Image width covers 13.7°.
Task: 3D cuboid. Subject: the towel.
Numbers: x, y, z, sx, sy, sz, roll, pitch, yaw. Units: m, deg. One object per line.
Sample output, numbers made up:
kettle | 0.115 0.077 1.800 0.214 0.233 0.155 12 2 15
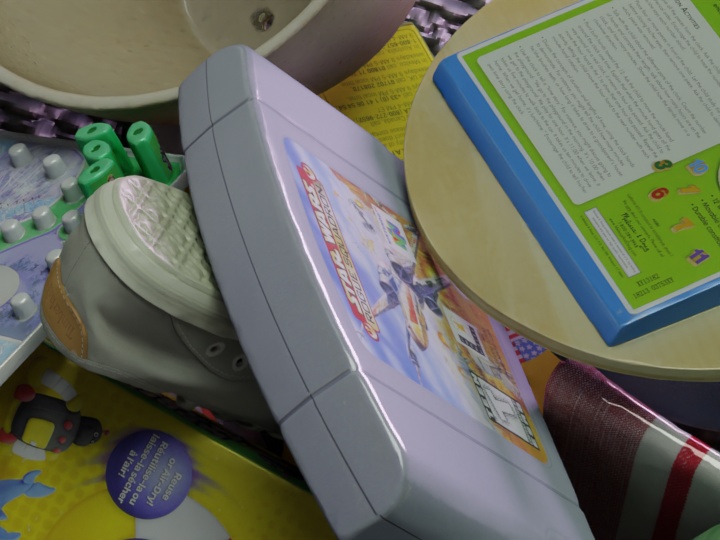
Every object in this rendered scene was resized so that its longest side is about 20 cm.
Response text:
towel | 0.146 0.112 1.016 0.200 0.144 0.023 30 65 14

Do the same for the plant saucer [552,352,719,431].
plant saucer | 0.130 -0.037 1.077 0.200 0.027 0.200 7 62 -14

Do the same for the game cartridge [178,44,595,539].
game cartridge | 0.005 0.019 0.962 0.042 0.133 0.200 -34 49 15

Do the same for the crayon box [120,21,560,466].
crayon box | 0.000 0.000 1.144 0.127 0.051 0.200 -12 52 -21

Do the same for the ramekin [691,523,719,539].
ramekin | 0.150 0.169 0.936 0.200 0.200 0.098 30 42 14

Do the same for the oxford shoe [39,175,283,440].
oxford shoe | -0.035 0.025 0.998 0.200 0.058 0.075 26 28 -49

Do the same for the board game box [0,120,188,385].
board game box | -0.187 0.009 1.025 0.200 0.026 0.200 9 48 43

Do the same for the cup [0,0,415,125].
cup | -0.049 -0.137 1.104 0.200 0.143 0.201 -6 75 22

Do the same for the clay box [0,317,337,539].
clay box | -0.058 0.111 0.996 0.200 0.048 0.115 28 92 14

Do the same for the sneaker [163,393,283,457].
sneaker | -0.103 0.022 1.106 0.082 0.077 0.200 1 40 -50

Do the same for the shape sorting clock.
shape sorting clock | 0.114 -0.040 1.012 0.200 0.039 0.200 -5 50 6
